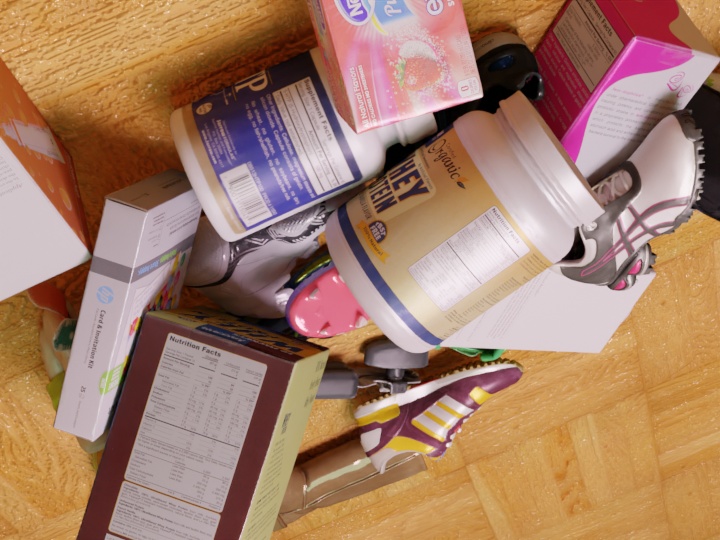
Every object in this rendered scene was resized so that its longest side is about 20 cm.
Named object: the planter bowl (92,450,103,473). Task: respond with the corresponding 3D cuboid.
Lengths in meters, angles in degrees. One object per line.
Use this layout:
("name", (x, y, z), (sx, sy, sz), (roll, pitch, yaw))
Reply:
("planter bowl", (-0.188, 0.227, 1.363), (0.199, 0.084, 0.201), (-1, 123, -2))

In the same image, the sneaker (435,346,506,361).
("sneaker", (0.145, 0.062, 1.380), (0.199, 0.084, 0.074), (0, 136, -25))

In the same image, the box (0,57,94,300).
("box", (-0.297, -0.090, 0.976), (0.097, 0.125, 0.200), (-24, 141, 2))

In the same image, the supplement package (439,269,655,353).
("supplement package", (0.166, -0.002, 1.287), (0.199, 0.120, 0.121), (5, 132, -28))

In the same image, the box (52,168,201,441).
("box", (-0.191, 0.024, 1.084), (0.041, 0.156, 0.201), (19, 105, 7))

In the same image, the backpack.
("backpack", (0.361, -0.109, 1.235), (0.154, 0.163, 0.200), (-46, 143, 6))

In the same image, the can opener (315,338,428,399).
("can opener", (-0.024, 0.107, 1.391), (0.199, 0.053, 0.067), (-3, 103, -24))

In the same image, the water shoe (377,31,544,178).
("water shoe", (0.084, -0.121, 1.149), (0.071, 0.079, 0.200), (12, 130, -34))

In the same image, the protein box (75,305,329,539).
("protein box", (-0.131, 0.148, 1.137), (0.134, 0.199, 0.201), (18, 92, 6))

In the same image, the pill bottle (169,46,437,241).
("pill bottle", (-0.044, -0.116, 1.065), (0.199, 0.120, 0.120), (-23, 141, 2))

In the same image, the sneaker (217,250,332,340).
("sneaker", (-0.070, 0.052, 1.280), (0.199, 0.071, 0.083), (-29, 138, 6))

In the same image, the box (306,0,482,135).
("box", (0.010, -0.213, 0.934), (0.102, 0.095, 0.201), (-17, 109, -5))

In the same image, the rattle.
("rattle", (-0.229, 0.069, 1.197), (0.142, 0.130, 0.201), (-7, 132, -14))

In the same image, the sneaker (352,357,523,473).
("sneaker", (0.095, 0.162, 1.449), (0.199, 0.090, 0.075), (-19, 178, 7))

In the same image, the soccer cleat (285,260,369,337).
("soccer cleat", (0.000, 0.000, 1.194), (0.200, 0.076, 0.067), (-34, 120, -31))

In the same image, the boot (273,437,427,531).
("boot", (-0.032, 0.220, 1.499), (0.199, 0.066, 0.175), (-22, 149, -1))

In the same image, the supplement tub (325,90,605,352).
("supplement tub", (0.086, -0.041, 1.066), (0.200, 0.145, 0.144), (-36, 139, 12))

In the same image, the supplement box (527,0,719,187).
("supplement box", (0.209, -0.151, 1.154), (0.101, 0.104, 0.200), (8, 134, -31))

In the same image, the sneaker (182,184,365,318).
("sneaker", (-0.072, -0.025, 1.195), (0.199, 0.075, 0.115), (-26, 142, 12))

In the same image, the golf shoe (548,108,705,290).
("golf shoe", (0.235, -0.057, 1.138), (0.088, 0.077, 0.200), (3, 134, -20))
